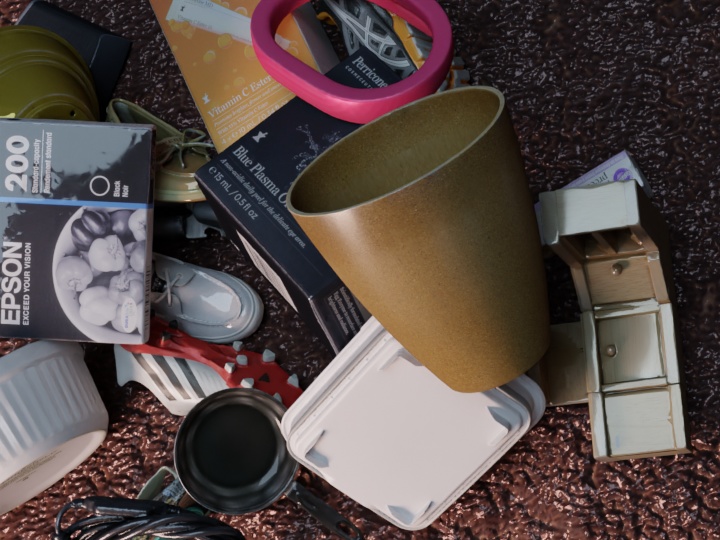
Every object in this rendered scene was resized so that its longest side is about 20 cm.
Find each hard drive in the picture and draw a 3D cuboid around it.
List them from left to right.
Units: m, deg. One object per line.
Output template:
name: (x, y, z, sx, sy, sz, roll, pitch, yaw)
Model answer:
hard drive: (-0.329, -0.169, 1.815, 0.134, 0.042, 0.201, 27, 90, 25)

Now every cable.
cable: (-0.183, 0.284, 1.623, 0.199, 0.051, 0.164, 4, 111, 3)

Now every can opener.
can opener: (-0.183, -0.058, 1.702, 0.199, 0.066, 0.053, -3, 74, 7)

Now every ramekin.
ramekin: (-0.327, 0.155, 1.673, 0.202, 0.202, 0.094, -37, 80, 12)

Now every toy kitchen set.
toy kitchen set: (0.173, 0.052, 1.482, 0.162, 0.180, 0.201, -8, 77, 17)

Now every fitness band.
fitness band: (-0.007, -0.204, 1.574, 0.200, 0.038, 0.144, 34, 65, 32)

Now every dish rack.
dish rack: (0.041, 0.135, 1.523, 0.171, 0.044, 0.200, 34, 123, -13)

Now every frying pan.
frying pan: (-0.075, 0.169, 1.603, 0.189, 0.031, 0.116, 14, 94, -14)

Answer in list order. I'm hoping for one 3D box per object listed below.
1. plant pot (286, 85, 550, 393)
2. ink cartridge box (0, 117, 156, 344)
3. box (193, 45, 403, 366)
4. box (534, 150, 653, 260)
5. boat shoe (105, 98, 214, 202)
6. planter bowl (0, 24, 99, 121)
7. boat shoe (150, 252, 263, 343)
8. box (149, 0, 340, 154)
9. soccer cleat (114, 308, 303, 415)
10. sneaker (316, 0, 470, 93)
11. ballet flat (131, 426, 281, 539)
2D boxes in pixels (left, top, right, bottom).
plant pot: (0.068, -0.012, 1.400, 0.186, 0.187, 0.201, -21, 113, 17)
ink cartridge box: (-0.288, -0.037, 1.623, 0.199, 0.043, 0.200, 2, 94, 1)
box: (-0.005, -0.059, 1.568, 0.200, 0.118, 0.197, -37, 52, -10)
box: (0.162, -0.035, 1.587, 0.199, 0.041, 0.039, -31, 69, 13)
boat shoe: (-0.192, -0.111, 1.693, 0.200, 0.073, 0.063, 24, 118, 47)
planter bowl: (-0.312, -0.125, 1.700, 0.083, 0.200, 0.201, 27, 90, 42)
boat shoe: (-0.188, 0.015, 1.705, 0.199, 0.068, 0.072, 23, 89, 25)
box: (-0.101, -0.209, 1.699, 0.124, 0.097, 0.201, -31, 69, 14)
soccer cleat: (-0.141, 0.107, 1.675, 0.199, 0.069, 0.086, 22, 124, 10)
sneaker: (0.031, -0.204, 1.663, 0.077, 0.078, 0.200, -44, 62, 22)
ballet flat: (-0.156, 0.195, 1.659, 0.200, 0.074, 0.074, -42, 67, 8)
